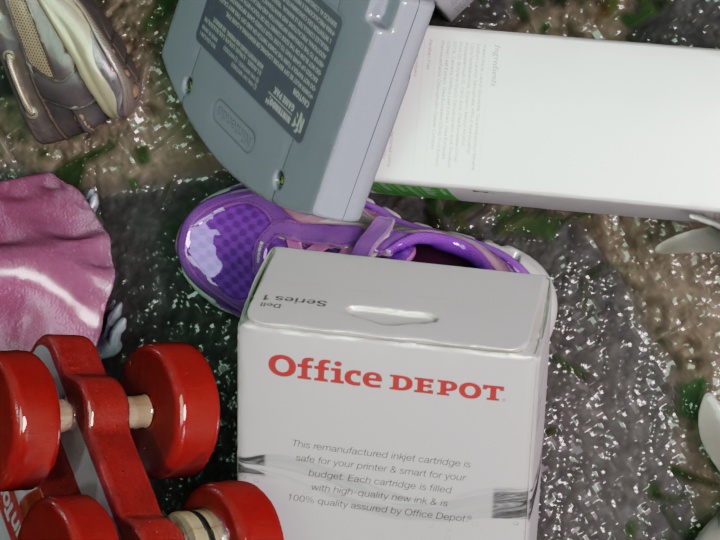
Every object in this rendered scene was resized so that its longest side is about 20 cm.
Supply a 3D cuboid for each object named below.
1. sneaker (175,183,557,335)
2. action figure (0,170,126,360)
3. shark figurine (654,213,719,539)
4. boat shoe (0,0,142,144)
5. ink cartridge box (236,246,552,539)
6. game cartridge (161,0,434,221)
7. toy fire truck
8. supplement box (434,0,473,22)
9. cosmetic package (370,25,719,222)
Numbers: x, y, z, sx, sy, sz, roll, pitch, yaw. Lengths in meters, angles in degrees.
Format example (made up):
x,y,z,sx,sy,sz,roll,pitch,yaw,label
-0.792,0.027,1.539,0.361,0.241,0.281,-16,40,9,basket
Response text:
x,y,z,sx,sy,sz,roll,pitch,yaw,label
0.000,0.000,1.366,0.200,0.088,0.081,14,91,9,sneaker
-0.226,-0.002,1.363,0.200,0.134,0.149,3,112,-31,action figure
0.210,0.073,1.322,0.128,0.090,0.215,0,102,3,shark figurine
-0.192,-0.155,1.404,0.073,0.074,0.200,-32,83,5,boat shoe
0.016,0.096,1.317,0.146,0.084,0.200,7,120,7,ink cartridge box
-0.036,-0.109,1.329,0.041,0.200,0.133,3,115,-30,game cartridge
-0.133,0.135,1.289,0.168,0.112,0.200,-56,48,41,toy fire truck
0.037,-0.202,1.314,0.103,0.200,0.101,-45,83,5,supplement box
0.096,-0.074,1.348,0.200,0.108,0.085,6,88,9,cosmetic package
